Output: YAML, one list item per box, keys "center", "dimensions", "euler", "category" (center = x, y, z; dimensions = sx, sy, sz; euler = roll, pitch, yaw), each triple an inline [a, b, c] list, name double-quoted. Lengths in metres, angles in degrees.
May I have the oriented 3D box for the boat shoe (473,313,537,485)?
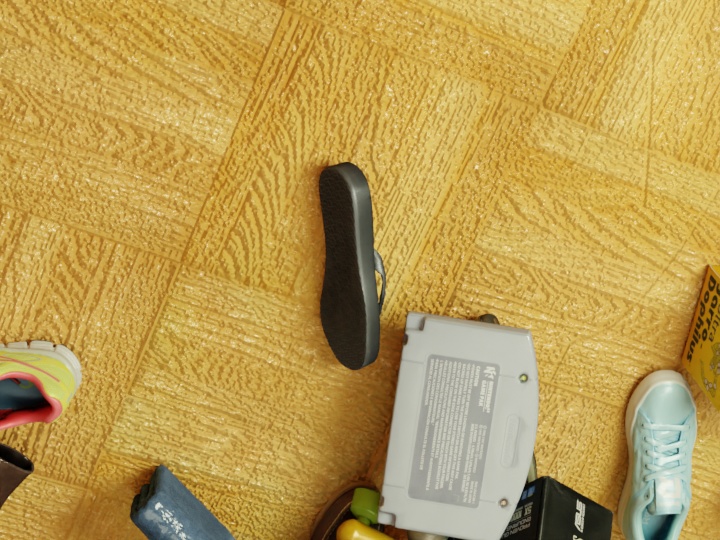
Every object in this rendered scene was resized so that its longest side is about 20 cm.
- center: [0.118, 0.138, 1.476]
  dimensions: [0.074, 0.076, 0.201]
  euler: [-15, 108, 3]
  category: "boat shoe"

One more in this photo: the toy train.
- center: [-0.009, 0.254, 1.449]
  dimensions: [0.200, 0.085, 0.116]
  euler: [30, 66, -20]
  category: "toy train"

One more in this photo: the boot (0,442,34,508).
- center: [-0.419, 0.196, 1.404]
  dimensions: [0.200, 0.072, 0.167]
  euler: [28, 109, -30]
  category: "boot"

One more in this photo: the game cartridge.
- center: [0.093, 0.144, 1.412]
  dimensions: [0.133, 0.041, 0.201]
  euler: [10, 99, 8]
  category: "game cartridge"

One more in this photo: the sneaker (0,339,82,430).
- center: [-0.348, 0.104, 1.364]
  dimensions: [0.199, 0.090, 0.078]
  euler: [-3, 116, -7]
  category: "sneaker"

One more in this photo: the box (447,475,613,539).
- center: [0.134, 0.309, 1.456]
  dimensions: [0.086, 0.164, 0.200]
  euler: [30, 140, -21]
  category: "box"

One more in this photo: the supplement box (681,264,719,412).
- center: [0.427, 0.073, 1.474]
  dimensions: [0.199, 0.110, 0.109]
  euler: [6, 113, -13]
  category: "supplement box"

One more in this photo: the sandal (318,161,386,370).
- center: [0.000, 0.000, 1.392]
  dimensions: [0.043, 0.076, 0.201]
  euler: [-17, 120, -32]
  category: "sandal"

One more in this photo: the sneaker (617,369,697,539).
- center: [0.302, 0.199, 1.524]
  dimensions: [0.074, 0.082, 0.201]
  euler: [-4, 115, -9]
  category: "sneaker"

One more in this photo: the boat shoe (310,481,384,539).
- center: [-0.027, 0.305, 1.523]
  dimensions: [0.070, 0.070, 0.200]
  euler: [18, 108, -14]
  category: "boat shoe"

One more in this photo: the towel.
- center: [-0.136, 0.276, 1.447]
  dimensions: [0.049, 0.112, 0.200]
  euler: [-42, 98, 2]
  category: "towel"
